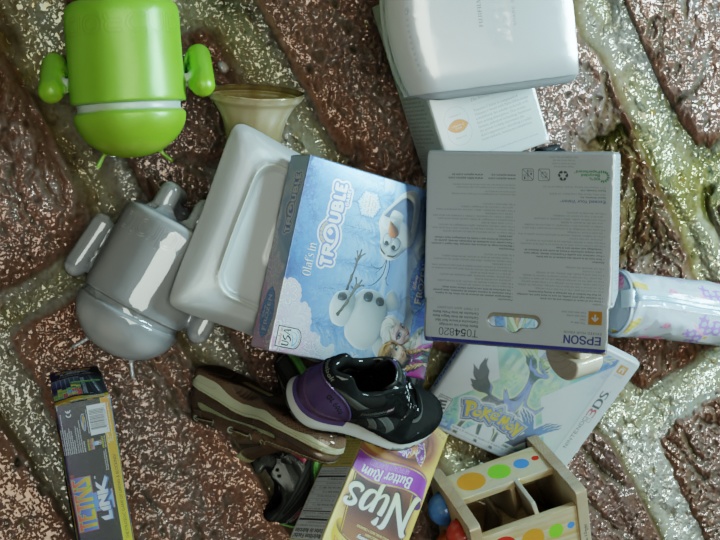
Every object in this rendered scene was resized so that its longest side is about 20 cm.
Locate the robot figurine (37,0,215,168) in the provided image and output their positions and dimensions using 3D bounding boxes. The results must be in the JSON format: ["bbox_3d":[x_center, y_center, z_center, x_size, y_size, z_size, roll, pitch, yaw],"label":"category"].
[{"bbox_3d":[-0.238,-0.206,1.166,0.175,0.116,0.200,-5,97,-9],"label":"robot figurine"}]

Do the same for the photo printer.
[{"bbox_3d":[0.118,-0.264,1.184,0.200,0.069,0.167,-9,98,-15],"label":"photo printer"}]

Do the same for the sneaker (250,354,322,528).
[{"bbox_3d":[-0.081,0.189,1.271,0.084,0.077,0.200,-3,93,-13],"label":"sneaker"}]

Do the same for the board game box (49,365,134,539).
[{"bbox_3d":[-0.272,0.210,1.171,0.057,0.165,0.200,-10,97,-17],"label":"board game box"}]

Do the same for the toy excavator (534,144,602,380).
[{"bbox_3d":[0.201,-0.008,1.235,0.100,0.200,0.195,-14,135,-23],"label":"toy excavator"}]

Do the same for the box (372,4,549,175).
[{"bbox_3d":[0.110,-0.218,1.274,0.124,0.097,0.200,-20,101,-13],"label":"box"}]

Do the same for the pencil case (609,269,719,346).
[{"bbox_3d":[0.387,0.049,1.382,0.200,0.091,0.083,7,94,-15],"label":"pencil case"}]

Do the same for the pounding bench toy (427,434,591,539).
[{"bbox_3d":[0.170,0.323,1.324,0.156,0.124,0.200,-17,116,-12],"label":"pounding bench toy"}]

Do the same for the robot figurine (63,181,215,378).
[{"bbox_3d":[-0.220,0.008,1.193,0.170,0.113,0.200,28,87,4],"label":"robot figurine"}]

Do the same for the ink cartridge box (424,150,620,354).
[{"bbox_3d":[0.162,-0.022,1.170,0.199,0.041,0.200,4,95,24],"label":"ink cartridge box"}]

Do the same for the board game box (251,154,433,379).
[{"bbox_3d":[0.000,0.000,1.200,0.199,0.043,0.200,13,87,-32],"label":"board game box"}]

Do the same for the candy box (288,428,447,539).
[{"bbox_3d":[0.013,0.235,1.255,0.117,0.056,0.200,44,56,-30],"label":"candy box"}]

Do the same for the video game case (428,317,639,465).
[{"bbox_3d":[0.194,0.137,1.339,0.200,0.022,0.182,26,108,-16],"label":"video game case"}]

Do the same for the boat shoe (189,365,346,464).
[{"bbox_3d":[-0.102,0.169,1.218,0.075,0.202,0.075,8,102,-52],"label":"boat shoe"}]

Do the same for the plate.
[{"bbox_3d":[-0.077,-0.024,1.192,0.199,0.032,0.200,25,80,-33],"label":"plate"}]

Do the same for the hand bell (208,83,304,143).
[{"bbox_3d":[-0.118,-0.094,1.240,0.104,0.104,0.200,0,108,-16],"label":"hand bell"}]

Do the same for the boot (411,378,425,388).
[{"bbox_3d":[0.001,0.053,1.292,0.132,0.070,0.200,-6,86,-12],"label":"boot"}]

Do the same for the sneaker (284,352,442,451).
[{"bbox_3d":[0.027,0.130,1.171,0.200,0.088,0.076,13,50,-42],"label":"sneaker"}]
